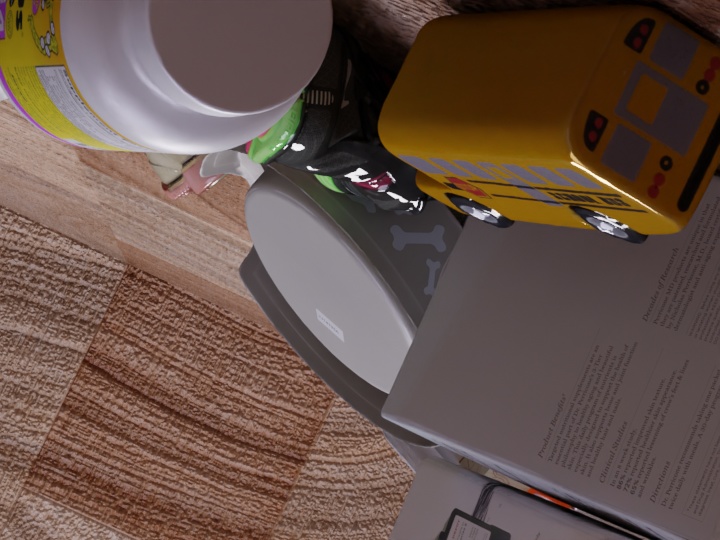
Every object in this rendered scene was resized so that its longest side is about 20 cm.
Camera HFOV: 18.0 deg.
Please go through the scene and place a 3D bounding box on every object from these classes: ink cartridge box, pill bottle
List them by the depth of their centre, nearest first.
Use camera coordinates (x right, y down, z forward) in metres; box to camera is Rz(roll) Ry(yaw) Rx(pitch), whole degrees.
[{"bbox_3d":[-0.081,-0.099,0.920,0.104,0.104,0.200,27,173,-22],"label":"pill bottle"},{"bbox_3d":[0.111,0.162,1.057,0.145,0.084,0.200,24,176,-21],"label":"ink cartridge box"}]

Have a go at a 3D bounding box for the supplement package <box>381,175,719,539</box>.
[{"bbox_3d":[0.149,0.046,1.024,0.200,0.152,0.151,19,173,46],"label":"supplement package"}]

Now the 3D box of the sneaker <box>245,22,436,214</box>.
[{"bbox_3d":[0.006,-0.069,1.037,0.084,0.077,0.200,17,-178,16],"label":"sneaker"}]

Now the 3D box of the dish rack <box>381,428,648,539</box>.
[{"bbox_3d":[0.120,0.129,1.362,0.200,0.044,0.172,49,-151,17],"label":"dish rack"}]

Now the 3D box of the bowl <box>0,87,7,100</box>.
[{"bbox_3d":[-0.205,-0.137,1.134,0.201,0.094,0.201,24,173,3],"label":"bowl"}]

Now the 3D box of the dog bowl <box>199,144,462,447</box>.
[{"bbox_3d":[0.000,0.000,1.219,0.200,0.059,0.200,44,160,21],"label":"dog bowl"}]

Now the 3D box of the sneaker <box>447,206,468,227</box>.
[{"bbox_3d":[0.029,-0.023,1.291,0.085,0.077,0.200,30,173,-10],"label":"sneaker"}]

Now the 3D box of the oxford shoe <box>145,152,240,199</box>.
[{"bbox_3d":[-0.101,-0.090,1.347,0.074,0.071,0.200,51,170,-7],"label":"oxford shoe"}]

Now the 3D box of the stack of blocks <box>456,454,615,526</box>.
[{"bbox_3d":[0.112,0.072,1.327,0.115,0.059,0.200,28,-150,-21],"label":"stack of blocks"}]

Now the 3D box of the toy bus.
[{"bbox_3d":[0.069,-0.057,0.868,0.078,0.065,0.200,28,173,-23],"label":"toy bus"}]
